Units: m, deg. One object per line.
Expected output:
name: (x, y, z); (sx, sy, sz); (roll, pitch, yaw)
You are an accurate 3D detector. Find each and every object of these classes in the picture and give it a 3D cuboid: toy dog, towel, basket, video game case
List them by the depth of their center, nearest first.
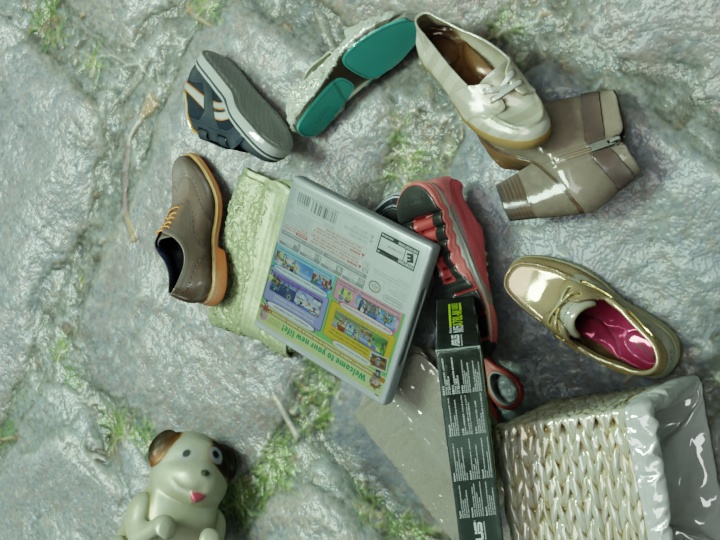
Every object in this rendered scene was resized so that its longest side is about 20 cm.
basket: (0.239, 0.212, 0.984); (0.159, 0.197, 0.203); (-9, 88, 30)
video game case: (-0.020, 0.019, 1.138); (0.199, 0.022, 0.184); (28, 111, 31)
towel: (0.088, 0.188, 1.152); (0.201, 0.034, 0.133); (51, 122, 16)
towel: (-0.111, -0.010, 1.259); (0.147, 0.036, 0.203); (19, 101, 28)
toy dog: (-0.222, 0.297, 1.285); (0.138, 0.194, 0.202); (21, 101, -12)

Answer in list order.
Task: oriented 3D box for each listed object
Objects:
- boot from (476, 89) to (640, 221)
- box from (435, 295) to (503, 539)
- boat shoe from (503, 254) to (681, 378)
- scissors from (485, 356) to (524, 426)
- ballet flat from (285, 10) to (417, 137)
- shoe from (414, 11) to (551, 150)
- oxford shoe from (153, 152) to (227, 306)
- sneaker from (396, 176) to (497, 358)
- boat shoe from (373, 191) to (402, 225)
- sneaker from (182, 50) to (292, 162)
boot: (0.195, -0.147, 1.074); (0.145, 0.070, 0.202); (-24, 74, 18)
box: (0.101, 0.143, 0.993); (0.047, 0.193, 0.203); (-6, 102, 7)
boat shoe: (0.226, 0.043, 1.055); (0.199, 0.069, 0.075); (29, 105, 25)
scissors: (0.113, 0.074, 1.150); (0.073, 0.014, 0.202); (-32, 78, 28)
ballet flat: (-0.018, -0.235, 1.184); (0.199, 0.071, 0.072); (-39, 74, 24)
shoe: (0.116, -0.193, 1.055); (0.070, 0.054, 0.200); (-36, 57, -8)
oxford shoe: (-0.211, -0.057, 1.272); (0.071, 0.072, 0.202); (-37, 57, 42)
sneaker: (0.112, -0.008, 1.112); (0.073, 0.086, 0.203); (-12, 101, 45)
boat shoe: (0.000, 0.000, 1.179); (0.072, 0.068, 0.201); (42, 111, 21)
sneaker: (-0.149, -0.174, 1.242); (0.080, 0.078, 0.201); (-55, 48, 23)
